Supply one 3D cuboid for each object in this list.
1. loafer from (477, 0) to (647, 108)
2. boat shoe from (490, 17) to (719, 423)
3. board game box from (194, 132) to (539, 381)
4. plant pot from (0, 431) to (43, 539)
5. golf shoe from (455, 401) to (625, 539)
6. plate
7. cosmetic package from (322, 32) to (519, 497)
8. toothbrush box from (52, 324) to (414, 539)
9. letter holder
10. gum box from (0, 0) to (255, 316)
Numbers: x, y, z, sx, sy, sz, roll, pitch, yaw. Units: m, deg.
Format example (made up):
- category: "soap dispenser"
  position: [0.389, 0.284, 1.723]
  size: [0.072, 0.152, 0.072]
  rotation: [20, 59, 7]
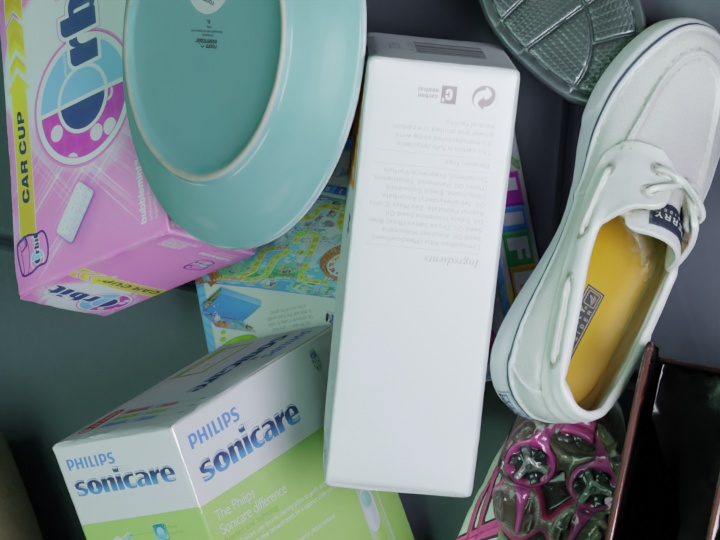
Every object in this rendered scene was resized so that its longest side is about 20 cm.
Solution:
- category: "loafer"
  position: [0.075, -0.158, 1.267]
  size: [0.072, 0.063, 0.200]
  rotation: [-36, 76, 2]
- category: "boat shoe"
  position: [0.126, -0.022, 1.184]
  size: [0.200, 0.071, 0.070]
  rotation: [-63, 25, -10]
- category: "board game box"
  position: [0.000, 0.000, 1.348]
  size: [0.200, 0.034, 0.135]
  rotation: [-11, 88, 38]
- category: "plant pot"
  position: [-0.245, 0.192, 1.484]
  size: [0.187, 0.187, 0.201]
  rotation: [-12, 75, 37]
- category: "golf shoe"
  position: [0.080, 0.143, 1.280]
  size: [0.072, 0.092, 0.200]
  rotation: [25, 111, 1]
- category: "plate"
  position: [-0.067, -0.110, 1.244]
  size: [0.200, 0.026, 0.201]
  rotation: [0, 90, 53]
- category: "cosmetic package"
  position: [0.026, -0.005, 1.231]
  size: [0.071, 0.101, 0.201]
  rotation: [5, 100, -2]
- category: "toothbrush box"
  position: [-0.048, 0.147, 1.308]
  size: [0.086, 0.146, 0.201]
  rotation: [-11, 103, 37]
- category: "letter holder"
  position: [0.150, 0.136, 1.132]
  size: [0.100, 0.142, 0.201]
  rotation: [11, 84, 11]
- category: "gum box"
  position: [-0.127, -0.090, 1.385]
  size: [0.113, 0.066, 0.201]
  rotation: [-21, 66, 37]
